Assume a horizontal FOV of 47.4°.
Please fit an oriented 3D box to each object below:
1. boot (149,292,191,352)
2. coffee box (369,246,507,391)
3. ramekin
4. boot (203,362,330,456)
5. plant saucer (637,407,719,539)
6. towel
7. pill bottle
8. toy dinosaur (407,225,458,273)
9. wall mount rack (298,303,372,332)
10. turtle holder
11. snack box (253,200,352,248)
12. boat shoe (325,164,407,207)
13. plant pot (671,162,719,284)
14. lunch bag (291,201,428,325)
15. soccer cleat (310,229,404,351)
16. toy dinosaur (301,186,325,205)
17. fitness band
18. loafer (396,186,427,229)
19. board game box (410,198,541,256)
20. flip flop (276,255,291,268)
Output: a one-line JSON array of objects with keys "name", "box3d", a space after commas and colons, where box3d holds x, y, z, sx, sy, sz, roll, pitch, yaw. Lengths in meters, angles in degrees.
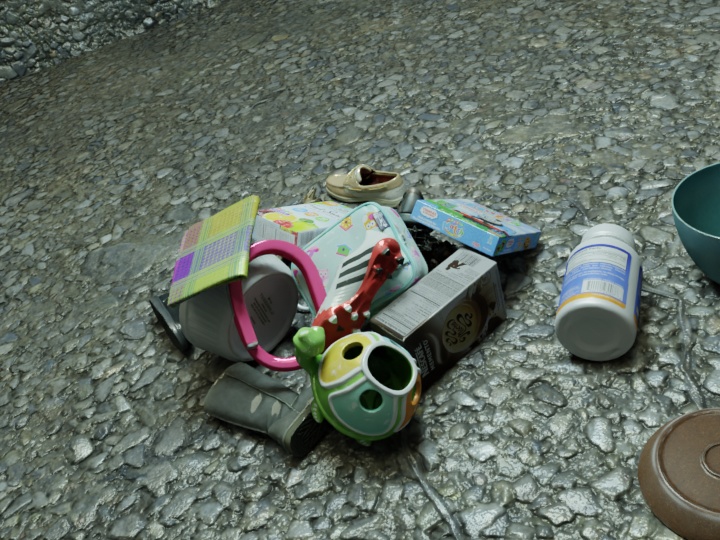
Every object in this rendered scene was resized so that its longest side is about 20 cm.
[{"name": "boot", "box3d": [-0.265, 0.050, 1.475, 0.199, 0.066, 0.165, -26, 38, -19]}, {"name": "coffee box", "box3d": [0.120, 0.073, 1.227, 0.200, 0.114, 0.080, -37, 40, -23]}, {"name": "ramekin", "box3d": [-0.186, 0.055, 1.324, 0.094, 0.203, 0.202, 29, 55, 32]}, {"name": "boot", "box3d": [-0.117, 0.182, 1.237, 0.199, 0.073, 0.182, 14, 44, 46]}, {"name": "plant saucer", "box3d": [0.426, 0.230, 0.954, 0.198, 0.035, 0.201, -12, 35, 8]}, {"name": "towel", "box3d": [-0.219, -0.032, 1.243, 0.143, 0.023, 0.201, -23, 36, 17]}, {"name": "pill bottle", "box3d": [0.350, 0.024, 1.191, 0.111, 0.113, 0.201, 0, 39, 24]}, {"name": "toy dinosaur", "box3d": [0.096, -0.026, 1.361, 0.198, 0.103, 0.136, 2, 9, 19]}, {"name": "wall mount rack", "box3d": [-0.032, 0.046, 1.370, 0.198, 0.075, 0.175, -10, 70, 13]}, {"name": "turtle holder", "box3d": [0.003, 0.138, 1.116, 0.140, 0.132, 0.186, -30, 80, -33]}, {"name": "snack box", "box3d": [-0.086, -0.080, 1.503, 0.199, 0.053, 0.142, -11, 26, -42]}, {"name": "boat shoe", "box3d": [0.009, -0.179, 1.644, 0.199, 0.070, 0.074, 11, 45, 34]}, {"name": "plant pot", "box3d": [0.554, -0.050, 1.178, 0.198, 0.136, 0.201, -11, 36, 8]}, {"name": "lunch bag", "box3d": [0.000, 0.000, 1.275, 0.199, 0.077, 0.161, -35, 69, 19]}, {"name": "soccer cleat", "box3d": [-0.015, 0.029, 1.196, 0.201, 0.068, 0.085, -55, 38, 3]}, {"name": "toy dinosaur", "box3d": [-0.133, -0.104, 1.636, 0.101, 0.059, 0.200, -2, 28, 46]}, {"name": "fitness band", "box3d": [-0.119, 0.050, 1.221, 0.142, 0.037, 0.202, -15, 75, -18]}, {"name": "loafer", "box3d": [0.094, -0.100, 1.423, 0.071, 0.064, 0.200, 7, -2, 2]}, {"name": "board game box", "box3d": [0.192, -0.074, 1.335, 0.151, 0.037, 0.199, 27, 17, 26]}, {"name": "flip flop", "box3d": [-0.179, 0.023, 1.453, 0.057, 0.081, 0.200, 30, 62, 32]}]
